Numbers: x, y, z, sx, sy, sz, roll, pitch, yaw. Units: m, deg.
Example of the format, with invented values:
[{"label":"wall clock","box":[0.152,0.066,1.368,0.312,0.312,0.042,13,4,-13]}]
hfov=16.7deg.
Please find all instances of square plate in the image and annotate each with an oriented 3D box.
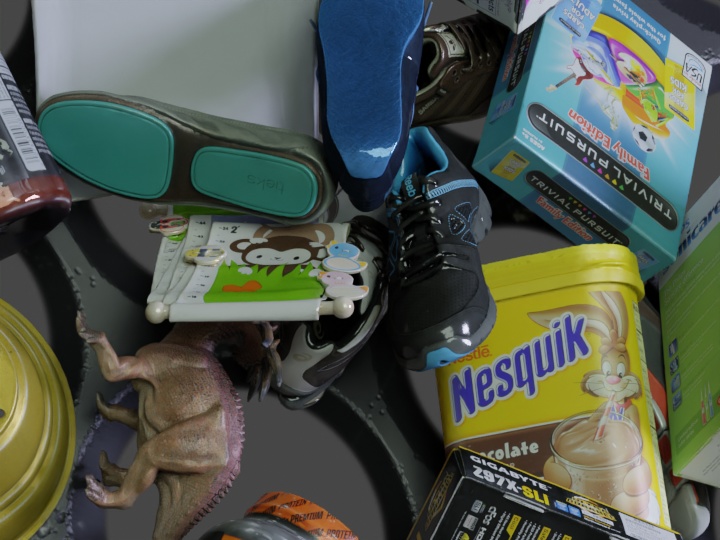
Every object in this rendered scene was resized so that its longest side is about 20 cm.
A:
[{"label":"square plate","box":[-0.122,-0.150,1.608,0.200,0.028,0.198,-9,118,-21]}]

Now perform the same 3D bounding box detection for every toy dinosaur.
[{"label":"toy dinosaur","box":[-0.101,0.089,1.519,0.135,0.086,0.200,-5,74,3]}]

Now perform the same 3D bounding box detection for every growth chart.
[{"label":"growth chart","box":[-0.069,-0.008,1.544,0.145,0.200,0.018,-5,113,-2]}]

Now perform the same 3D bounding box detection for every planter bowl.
[{"label":"planter bowl","box":[-0.262,0.081,1.491,0.200,0.083,0.201,7,67,-18]}]

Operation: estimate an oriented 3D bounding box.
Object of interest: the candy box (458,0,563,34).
[{"label":"candy box","box":[0.079,-0.260,1.721,0.200,0.061,0.136,33,52,27]}]

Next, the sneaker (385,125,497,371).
[{"label":"sneaker","box":[0.040,-0.013,1.565,0.200,0.073,0.082,-90,155,-55]}]

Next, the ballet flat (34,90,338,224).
[{"label":"ballet flat","box":[-0.111,-0.075,1.585,0.200,0.067,0.064,14,20,5]}]

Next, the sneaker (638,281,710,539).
[{"label":"sneaker","box":[0.207,0.085,1.681,0.082,0.077,0.200,-13,75,-32]}]

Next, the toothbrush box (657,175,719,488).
[{"label":"toothbrush box","box":[0.271,0.030,1.619,0.086,0.146,0.200,17,47,-19]}]

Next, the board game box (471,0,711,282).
[{"label":"board game box","box":[0.166,-0.109,1.710,0.151,0.047,0.200,35,45,-20]}]

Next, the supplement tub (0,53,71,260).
[{"label":"supplement tub","box":[-0.270,-0.104,1.550,0.107,0.107,0.200,-23,78,-27]}]

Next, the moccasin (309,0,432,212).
[{"label":"moccasin","box":[0.000,-0.124,1.599,0.080,0.068,0.200,7,49,6]}]

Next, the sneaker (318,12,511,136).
[{"label":"sneaker","box":[0.062,-0.141,1.711,0.200,0.076,0.070,-26,80,-27]}]

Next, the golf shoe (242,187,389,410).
[{"label":"golf shoe","box":[0.000,0.000,1.621,0.078,0.094,0.200,30,60,-6]}]

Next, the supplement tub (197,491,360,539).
[{"label":"supplement tub","box":[-0.081,0.237,1.477,0.123,0.123,0.200,41,60,-2]}]

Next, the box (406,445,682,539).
[{"label":"box","box":[0.089,0.228,1.522,0.160,0.049,0.200,21,106,-13]}]

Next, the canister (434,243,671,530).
[{"label":"canister","box":[0.123,0.097,1.607,0.148,0.087,0.200,-12,73,17]}]

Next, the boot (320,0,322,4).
[{"label":"boot","box":[-0.057,-0.227,1.663,0.200,0.138,0.078,4,66,-22]}]
